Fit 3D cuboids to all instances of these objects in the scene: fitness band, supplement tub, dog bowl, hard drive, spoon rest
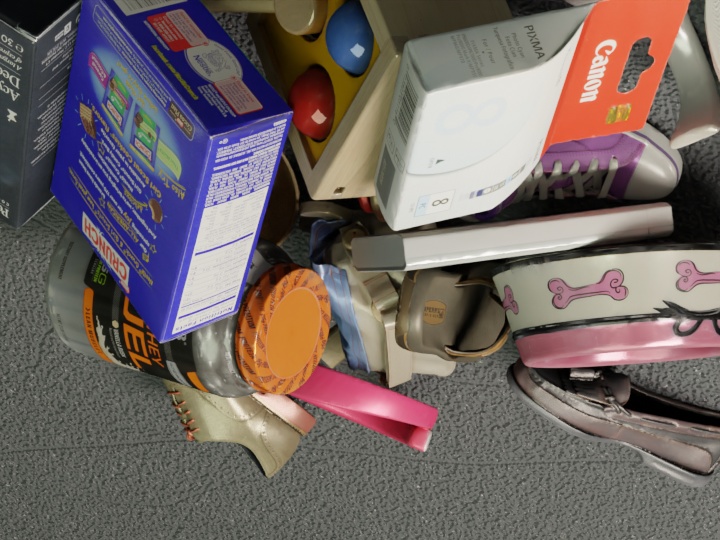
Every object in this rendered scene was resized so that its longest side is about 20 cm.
[{"bbox_3d":[-0.010,0.101,1.956,0.143,0.038,0.200,23,176,-4],"label":"fitness band"},{"bbox_3d":[-0.129,0.024,1.831,0.199,0.123,0.123,14,143,33],"label":"supplement tub"},{"bbox_3d":[0.196,0.028,1.766,0.198,0.074,0.200,-5,174,0],"label":"dog bowl"},{"bbox_3d":[0.106,-0.023,1.733,0.198,0.027,0.132,-7,-179,-16],"label":"hard drive"},{"bbox_3d":[0.185,-0.181,1.650,0.099,0.061,0.201,-20,113,34],"label":"spoon rest"}]

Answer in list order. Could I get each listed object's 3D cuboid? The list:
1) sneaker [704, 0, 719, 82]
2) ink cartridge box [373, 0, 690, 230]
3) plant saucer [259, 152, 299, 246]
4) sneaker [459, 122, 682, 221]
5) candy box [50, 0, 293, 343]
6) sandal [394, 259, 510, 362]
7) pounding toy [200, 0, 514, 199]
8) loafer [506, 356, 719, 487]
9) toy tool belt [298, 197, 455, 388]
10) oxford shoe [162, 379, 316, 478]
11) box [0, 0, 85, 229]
[{"bbox_3d":[0.267,-0.143,1.636,0.073,0.116,0.202,-5,99,4],"label":"sneaker"},{"bbox_3d":[0.115,-0.103,1.573,0.198,0.048,0.160,-11,151,-14],"label":"ink cartridge box"},{"bbox_3d":[-0.138,-0.084,1.872,0.199,0.036,0.201,11,138,10],"label":"plant saucer"},{"bbox_3d":[0.128,-0.066,1.741,0.199,0.115,0.073,14,138,2],"label":"sneaker"},{"bbox_3d":[-0.137,-0.082,1.692,0.169,0.077,0.201,51,141,30],"label":"candy box"},{"bbox_3d":[0.083,0.029,1.814,0.054,0.082,0.200,5,179,23],"label":"sandal"},{"bbox_3d":[-0.016,-0.166,1.638,0.141,0.201,0.184,-5,148,-29],"label":"pounding toy"},{"bbox_3d":[0.212,0.105,1.945,0.199,0.072,0.063,27,119,-19],"label":"loafer"},{"bbox_3d":[0.000,0.000,1.853,0.122,0.125,0.201,-7,133,14],"label":"toy tool belt"},{"bbox_3d":[-0.133,0.104,2.032,0.199,0.075,0.070,33,174,-15],"label":"oxford shoe"},{"bbox_3d":[-0.266,-0.159,1.752,0.148,0.107,0.201,31,141,15],"label":"box"}]
